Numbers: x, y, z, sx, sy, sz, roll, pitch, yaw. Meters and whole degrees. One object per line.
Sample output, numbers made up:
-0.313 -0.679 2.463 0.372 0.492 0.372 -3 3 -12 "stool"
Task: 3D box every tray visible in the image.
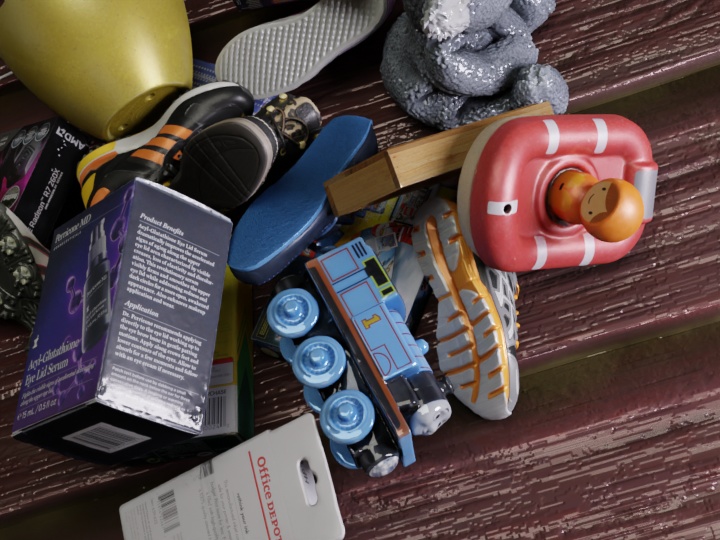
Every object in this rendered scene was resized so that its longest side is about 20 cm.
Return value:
0.073 -0.100 1.061 0.199 0.098 0.037 -22 90 -37 "tray"

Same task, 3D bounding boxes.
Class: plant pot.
-0.248 -0.213 1.216 0.199 0.200 0.143 -31 78 -2 "plant pot"

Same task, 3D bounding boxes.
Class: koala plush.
0.090 -0.244 1.127 0.182 0.200 0.179 -10 61 11 "koala plush"

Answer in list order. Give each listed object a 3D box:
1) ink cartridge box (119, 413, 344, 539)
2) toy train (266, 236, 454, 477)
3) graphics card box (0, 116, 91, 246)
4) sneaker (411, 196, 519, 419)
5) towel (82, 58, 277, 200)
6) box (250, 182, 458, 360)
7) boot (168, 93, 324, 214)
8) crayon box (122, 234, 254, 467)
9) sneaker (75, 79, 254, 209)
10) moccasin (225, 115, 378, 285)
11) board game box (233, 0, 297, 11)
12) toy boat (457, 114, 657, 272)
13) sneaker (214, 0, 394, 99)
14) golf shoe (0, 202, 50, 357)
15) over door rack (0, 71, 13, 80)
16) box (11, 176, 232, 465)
-0.094 0.214 0.997 0.199 0.067 0.117 -28 58 16 "ink cartridge box"
0.000 0.074 1.016 0.113 0.087 0.201 -27 61 -6 "toy train"
-0.356 -0.053 1.218 0.125 0.051 0.202 -5 57 47 "graphics card box"
0.108 0.030 1.056 0.078 0.077 0.202 -26 70 47 "sneaker"
-0.186 -0.129 1.255 0.144 0.024 0.201 21 69 26 "towel"
0.000 0.000 1.121 0.135 0.038 0.202 15 68 22 "box"
-0.095 -0.115 1.119 0.073 0.200 0.150 47 57 0 "boot"
-0.165 0.073 1.123 0.125 0.051 0.202 -9 62 12 "crayon box"
-0.184 -0.105 1.183 0.199 0.070 0.091 -28 52 8 "sneaker"
-0.039 -0.053 1.082 0.080 0.069 0.200 23 60 36 "moccasin"
-0.030 -0.337 1.223 0.165 0.057 0.199 -43 28 -26 "board game box"
0.181 -0.059 1.001 0.198 0.132 0.130 -5 17 -29 "toy boat"
-0.050 -0.239 1.243 0.199 0.114 0.073 -21 103 18 "sneaker"
-0.299 0.017 1.133 0.077 0.088 0.201 -32 93 27 "golf shoe"
-0.453 -0.259 1.370 0.199 0.067 0.148 -37 59 -5 "over door rack"
-0.201 0.047 1.024 0.147 0.104 0.202 -25 52 44 "box"
